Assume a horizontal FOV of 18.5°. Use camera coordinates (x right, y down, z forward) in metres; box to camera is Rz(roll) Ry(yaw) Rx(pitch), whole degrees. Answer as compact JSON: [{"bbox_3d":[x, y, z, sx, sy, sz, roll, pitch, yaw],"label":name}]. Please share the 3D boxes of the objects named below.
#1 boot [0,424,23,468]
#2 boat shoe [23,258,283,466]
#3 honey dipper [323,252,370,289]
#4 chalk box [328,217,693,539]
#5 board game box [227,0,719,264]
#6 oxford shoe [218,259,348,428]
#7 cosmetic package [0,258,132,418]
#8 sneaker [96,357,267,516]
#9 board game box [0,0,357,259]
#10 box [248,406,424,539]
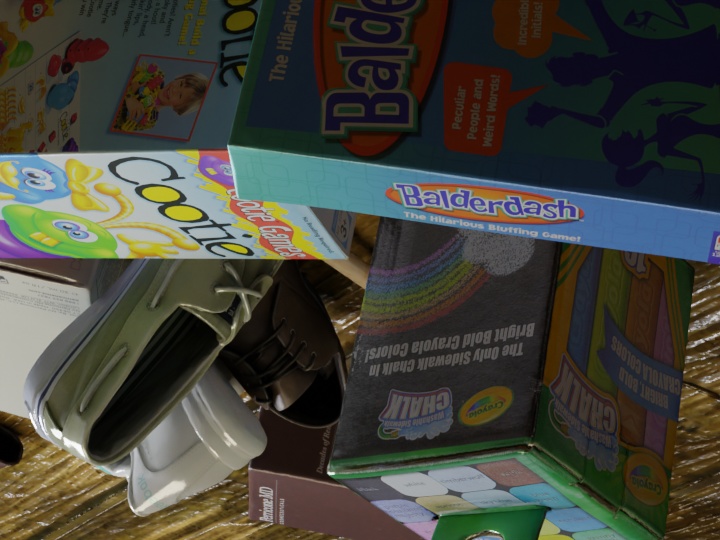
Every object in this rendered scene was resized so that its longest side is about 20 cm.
[{"bbox_3d":[-0.359,0.113,1.561,0.166,0.073,0.200,-28,134,36],"label":"boot"},{"bbox_3d":[-0.078,0.013,1.070,0.062,0.200,0.072,35,174,46],"label":"boat shoe"},{"bbox_3d":[0.000,0.000,1.192,0.038,0.038,0.200,-10,150,37],"label":"honey dipper"},{"bbox_3d":[0.075,0.069,1.088,0.124,0.201,0.124,-10,148,37],"label":"chalk box"},{"bbox_3d":[0.062,-0.089,0.846,0.199,0.153,0.045,7,154,7],"label":"board game box"},{"bbox_3d":[-0.053,0.026,1.190,0.073,0.085,0.200,-35,144,9],"label":"oxford shoe"},{"bbox_3d":[-0.160,0.000,1.178,0.073,0.104,0.200,13,154,1],"label":"cosmetic package"},{"bbox_3d":[-0.112,0.076,1.220,0.075,0.088,0.200,48,-177,-16],"label":"sneaker"},{"bbox_3d":[-0.104,-0.072,1.004,0.199,0.105,0.103,1,153,24],"label":"board game box"},{"bbox_3d":[0.031,0.129,1.399,0.199,0.075,0.100,12,155,4],"label":"box"}]
